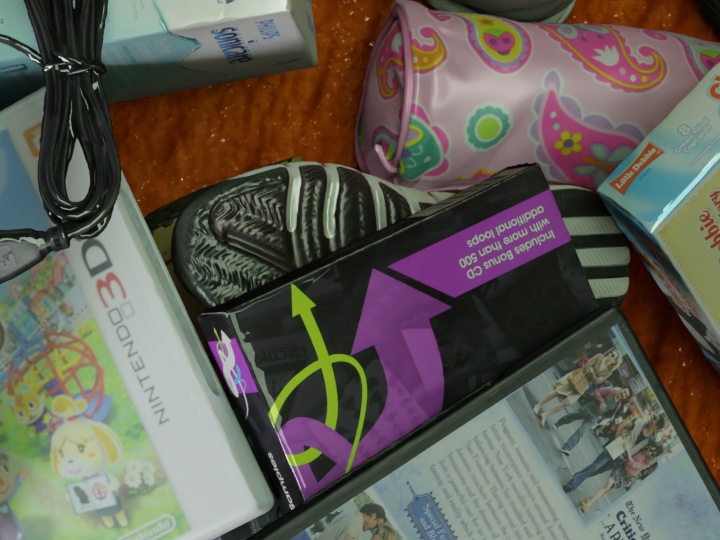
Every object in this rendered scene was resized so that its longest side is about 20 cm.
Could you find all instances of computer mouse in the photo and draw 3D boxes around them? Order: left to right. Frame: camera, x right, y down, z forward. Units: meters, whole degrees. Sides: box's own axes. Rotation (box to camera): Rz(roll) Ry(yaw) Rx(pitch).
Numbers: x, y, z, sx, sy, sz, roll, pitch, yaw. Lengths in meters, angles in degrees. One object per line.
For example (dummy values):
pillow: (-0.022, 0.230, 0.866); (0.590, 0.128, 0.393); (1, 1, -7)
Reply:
computer mouse: (-0.180, -0.047, 1.052); (0.200, 0.046, 0.141); (-11, 70, -5)

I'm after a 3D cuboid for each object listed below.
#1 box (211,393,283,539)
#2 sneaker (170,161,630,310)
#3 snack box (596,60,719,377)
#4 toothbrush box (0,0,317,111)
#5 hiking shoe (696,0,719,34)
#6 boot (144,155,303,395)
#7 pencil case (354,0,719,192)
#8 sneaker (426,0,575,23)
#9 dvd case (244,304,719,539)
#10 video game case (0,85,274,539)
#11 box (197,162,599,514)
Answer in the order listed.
box: (0.013, 0.113, 1.194); (0.200, 0.051, 0.158); (-17, 95, -39)
sneaker: (0.000, 0.000, 1.188); (0.200, 0.115, 0.076); (4, 87, -27)
snack box: (0.179, -0.018, 1.226); (0.116, 0.200, 0.037); (-46, 53, -5)
toothbrush box: (-0.123, -0.112, 1.155); (0.200, 0.146, 0.085); (-9, 85, 3)
hiking shoe: (0.184, -0.142, 1.289); (0.200, 0.101, 0.076); (31, 77, -9)
boot: (-0.053, 0.073, 1.219); (0.175, 0.066, 0.200); (-32, 102, -33)
pencil case: (0.100, -0.064, 1.265); (0.200, 0.087, 0.088); (7, 81, -16)
sneaker: (0.011, -0.160, 1.251); (0.200, 0.092, 0.076); (16, 78, -12)
dvd case: (0.050, 0.123, 1.089); (0.200, 0.018, 0.143); (-32, 98, -19)
video game case: (-0.156, 0.051, 1.131); (0.200, 0.022, 0.182); (-28, 82, 17)
box: (0.043, 0.078, 1.117); (0.143, 0.036, 0.200); (-26, 98, -21)
